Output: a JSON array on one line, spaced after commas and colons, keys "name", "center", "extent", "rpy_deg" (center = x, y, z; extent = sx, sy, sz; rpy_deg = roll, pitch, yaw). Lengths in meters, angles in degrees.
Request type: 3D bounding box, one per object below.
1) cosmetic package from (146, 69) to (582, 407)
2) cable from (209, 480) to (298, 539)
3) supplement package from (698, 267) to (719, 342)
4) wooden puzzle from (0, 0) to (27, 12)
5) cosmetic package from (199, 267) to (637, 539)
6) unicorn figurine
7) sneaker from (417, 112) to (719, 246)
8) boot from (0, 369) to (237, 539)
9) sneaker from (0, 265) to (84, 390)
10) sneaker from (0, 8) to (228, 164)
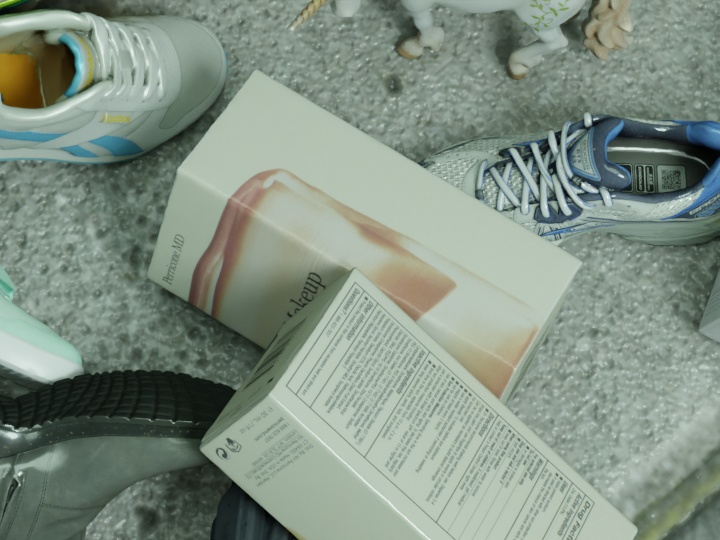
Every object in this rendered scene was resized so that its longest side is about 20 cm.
[{"name": "cosmetic package", "center": [0.000, 0.000, 1.343], "extent": [0.199, 0.104, 0.087], "rpy_deg": [30, 53, 8]}, {"name": "cable", "center": [-0.006, 0.192, 1.288], "extent": [0.162, 0.051, 0.201], "rpy_deg": [20, 51, -21]}, {"name": "supplement package", "center": [0.279, -0.045, 1.363], "extent": [0.121, 0.120, 0.201], "rpy_deg": [24, 72, -8]}, {"name": "wooden puzzle", "center": [-0.172, -0.156, 1.356], "extent": [0.184, 0.200, 0.037], "rpy_deg": [-22, 102, -9]}, {"name": "cosmetic package", "center": [0.030, 0.108, 1.277], "extent": [0.200, 0.071, 0.105], "rpy_deg": [44, 47, -8]}, {"name": "unicorn figurine", "center": [0.051, -0.151, 1.384], "extent": [0.198, 0.137, 0.074], "rpy_deg": [-10, 74, -6]}, {"name": "sneaker", "center": [0.111, -0.052, 1.384], "extent": [0.198, 0.085, 0.078], "rpy_deg": [-9, 73, -5]}, {"name": "boot", "center": [-0.148, 0.124, 1.312], "extent": [0.198, 0.068, 0.132], "rpy_deg": [-4, 109, -5]}, {"name": "sneaker", "center": [-0.204, -0.026, 1.360], "extent": [0.200, 0.074, 0.118], "rpy_deg": [35, 80, 10]}, {"name": "sneaker", "center": [-0.143, -0.099, 1.355], "extent": [0.199, 0.081, 0.077], "rpy_deg": [-13, 84, -41]}]
